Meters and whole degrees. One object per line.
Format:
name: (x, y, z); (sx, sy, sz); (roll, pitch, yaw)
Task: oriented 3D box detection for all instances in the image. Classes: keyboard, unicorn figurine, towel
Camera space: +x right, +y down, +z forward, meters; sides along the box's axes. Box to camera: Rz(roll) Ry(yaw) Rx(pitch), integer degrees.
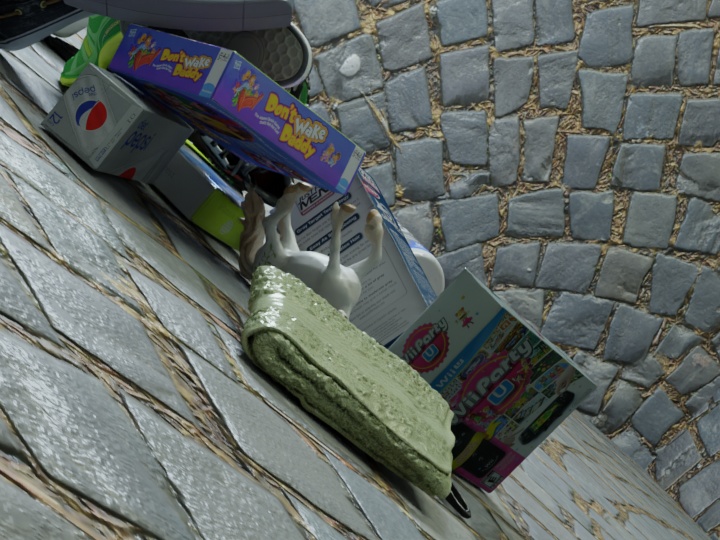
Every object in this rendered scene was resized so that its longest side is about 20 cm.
keyboard: (-0.301, -0.229, 2.020); (0.127, 0.021, 0.200); (43, 5, 9)
unicorn figurine: (-0.039, 0.002, 1.497); (0.074, 0.138, 0.200); (12, 9, -39)
towel: (-0.006, 0.080, 1.270); (0.200, 0.036, 0.148); (38, 16, -14)

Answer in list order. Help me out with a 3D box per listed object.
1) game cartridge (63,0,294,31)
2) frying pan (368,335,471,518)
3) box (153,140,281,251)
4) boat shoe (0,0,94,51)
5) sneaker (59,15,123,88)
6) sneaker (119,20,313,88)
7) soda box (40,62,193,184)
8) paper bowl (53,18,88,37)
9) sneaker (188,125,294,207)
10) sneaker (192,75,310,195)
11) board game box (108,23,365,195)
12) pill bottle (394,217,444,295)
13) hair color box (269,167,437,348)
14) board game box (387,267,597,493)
game cartridge: (-0.154, -0.264, 1.471); (0.041, 0.199, 0.134); (97, -2, -51)
frying pan: (0.019, 0.113, 1.359); (0.115, 0.031, 0.190); (16, 33, -44)
box: (-0.172, -0.095, 1.641); (0.200, 0.048, 0.122); (44, 5, 25)
boat shoe: (-0.268, -0.277, 1.533); (0.071, 0.200, 0.091); (62, 4, 32)
sneaker: (-0.242, -0.221, 1.673); (0.074, 0.084, 0.200); (12, -12, -25)
sneaker: (-0.101, -0.206, 1.558); (0.202, 0.077, 0.146); (21, 5, 29)
soda box: (-0.207, -0.124, 1.462); (0.063, 0.068, 0.200); (40, 3, 5)
paper bowl: (-0.368, -0.347, 1.951); (0.200, 0.104, 0.201); (37, 4, -3)
sneaker: (-0.125, -0.132, 1.661); (0.200, 0.077, 0.082); (40, 10, -36)
sneaker: (-0.123, -0.147, 1.761); (0.085, 0.200, 0.078); (28, 33, -28)
board game box: (-0.104, -0.139, 1.469); (0.134, 0.045, 0.200); (20, -8, 39)
pill bottle: (0.016, -0.017, 2.166); (0.114, 0.114, 0.200); (39, 5, -38)
hair color box: (0.000, 0.000, 1.597); (0.061, 0.100, 0.200); (37, 22, -56)
board game box: (0.105, 0.104, 1.511); (0.200, 0.148, 0.064); (37, 9, -49)
